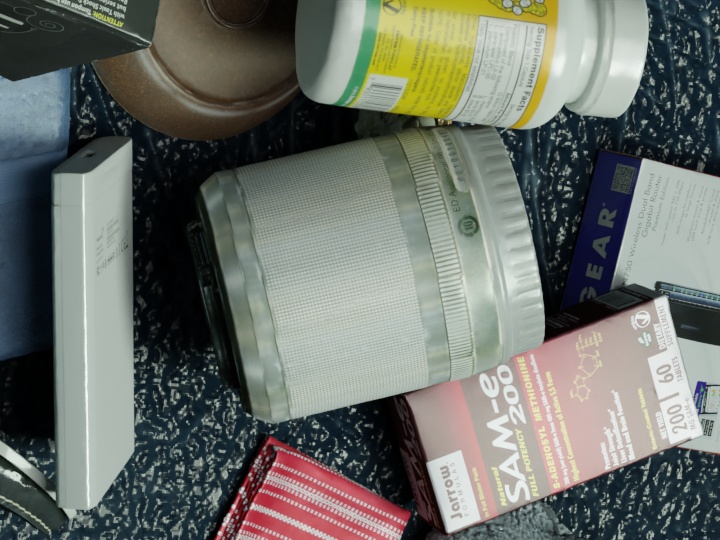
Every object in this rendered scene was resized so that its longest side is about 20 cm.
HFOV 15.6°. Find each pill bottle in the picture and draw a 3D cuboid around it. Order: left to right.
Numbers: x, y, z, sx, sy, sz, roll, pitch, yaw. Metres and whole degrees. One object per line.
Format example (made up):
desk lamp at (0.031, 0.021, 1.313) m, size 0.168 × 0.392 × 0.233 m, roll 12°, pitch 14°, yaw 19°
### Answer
pill bottle at (0.068, -0.146, 1.604) m, size 0.199 × 0.113 × 0.113 m, roll 7°, pitch 97°, yaw -15°

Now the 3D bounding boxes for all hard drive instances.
hard drive at (-0.160, 0.029, 1.586) m, size 0.027 × 0.132 × 0.201 m, roll 2°, pitch 102°, yaw 6°

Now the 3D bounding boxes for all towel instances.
towel at (-0.223, -0.047, 1.561) m, size 0.111 × 0.048 × 0.201 m, roll -10°, pitch 106°, yaw -36°
towel at (-0.055, 0.227, 1.767) m, size 0.144 × 0.022 × 0.200 m, roll 31°, pitch 81°, yaw -38°

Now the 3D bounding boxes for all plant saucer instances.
plant saucer at (-0.084, -0.179, 1.644) m, size 0.200 × 0.034 × 0.201 m, roll -9°, pitch 106°, yaw -34°

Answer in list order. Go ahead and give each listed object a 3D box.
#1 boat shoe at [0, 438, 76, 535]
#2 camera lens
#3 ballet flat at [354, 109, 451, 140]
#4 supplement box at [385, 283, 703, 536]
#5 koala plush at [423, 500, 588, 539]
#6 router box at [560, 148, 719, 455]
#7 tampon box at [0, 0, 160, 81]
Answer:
boat shoe at (-0.255, 0.105, 1.560) m, size 0.200 × 0.076 × 0.060 m, roll 41°, pitch 76°, yaw -24°
camera lens at (0.000, 0.000, 1.634) m, size 0.199 × 0.160 × 0.160 m, roll -13°, pitch 111°, yaw -4°
ballet flat at (0.031, -0.034, 1.744) m, size 0.075 × 0.064 × 0.201 m, roll -15°, pitch 110°, yaw -34°
supplement box at (0.125, 0.094, 1.804) m, size 0.199 × 0.061 × 0.109 m, roll -21°, pitch 104°, yaw -13°
koala plush at (0.148, 0.249, 1.810) m, size 0.177 × 0.200 × 0.184 m, roll -47°, pitch 123°, yaw -18°
router box at (0.229, 0.027, 1.915) m, size 0.179 × 0.049 × 0.201 m, roll 11°, pitch 94°, yaw -38°
tampon box at (-0.186, -0.225, 1.456) m, size 0.126 × 0.150 × 0.201 m, roll 20°, pitch 73°, yaw -35°
